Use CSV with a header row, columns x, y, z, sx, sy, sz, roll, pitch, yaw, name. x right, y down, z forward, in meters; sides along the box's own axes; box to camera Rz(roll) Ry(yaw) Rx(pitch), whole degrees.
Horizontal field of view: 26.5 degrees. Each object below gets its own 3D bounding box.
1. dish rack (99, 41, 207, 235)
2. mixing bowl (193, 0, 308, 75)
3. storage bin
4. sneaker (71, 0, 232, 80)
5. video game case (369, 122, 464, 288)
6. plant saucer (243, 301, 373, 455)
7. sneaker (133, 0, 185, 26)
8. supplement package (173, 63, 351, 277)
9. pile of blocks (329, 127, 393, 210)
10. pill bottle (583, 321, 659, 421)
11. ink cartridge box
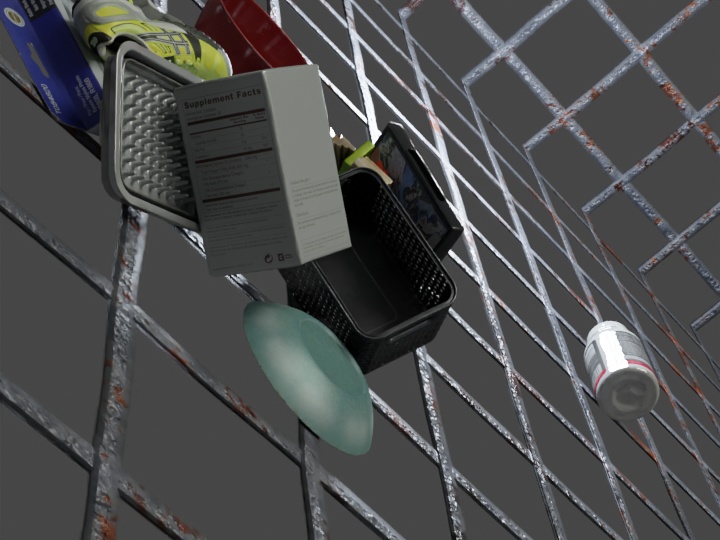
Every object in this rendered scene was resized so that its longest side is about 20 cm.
x,y,z,sx,sy,sz,roll,pitch,yaw,name
-0.205,-0.129,1.576,0.200,0.043,0.173,24,62,-58,dish rack
-0.156,-0.269,2.010,0.200,0.108,0.200,45,17,-17,mixing bowl
0.000,0.000,1.735,0.200,0.135,0.094,56,-26,20,storage bin
-0.223,-0.229,1.644,0.199,0.075,0.077,18,42,-38,sneaker
0.028,-0.045,1.856,0.025,0.200,0.181,4,44,-39,video game case
-0.042,0.102,1.608,0.201,0.039,0.201,45,17,-17,plant saucer
-0.255,-0.277,1.812,0.200,0.076,0.081,46,-4,40,sneaker
-0.101,-0.106,1.594,0.117,0.117,0.201,-20,101,-60,supplement package
-0.033,-0.149,1.843,0.199,0.062,0.082,30,-34,28,pile of blocks
0.457,0.171,2.706,0.111,0.111,0.200,44,17,-20,pill bottle
-0.286,-0.217,1.637,0.200,0.041,0.200,16,38,-58,ink cartridge box
